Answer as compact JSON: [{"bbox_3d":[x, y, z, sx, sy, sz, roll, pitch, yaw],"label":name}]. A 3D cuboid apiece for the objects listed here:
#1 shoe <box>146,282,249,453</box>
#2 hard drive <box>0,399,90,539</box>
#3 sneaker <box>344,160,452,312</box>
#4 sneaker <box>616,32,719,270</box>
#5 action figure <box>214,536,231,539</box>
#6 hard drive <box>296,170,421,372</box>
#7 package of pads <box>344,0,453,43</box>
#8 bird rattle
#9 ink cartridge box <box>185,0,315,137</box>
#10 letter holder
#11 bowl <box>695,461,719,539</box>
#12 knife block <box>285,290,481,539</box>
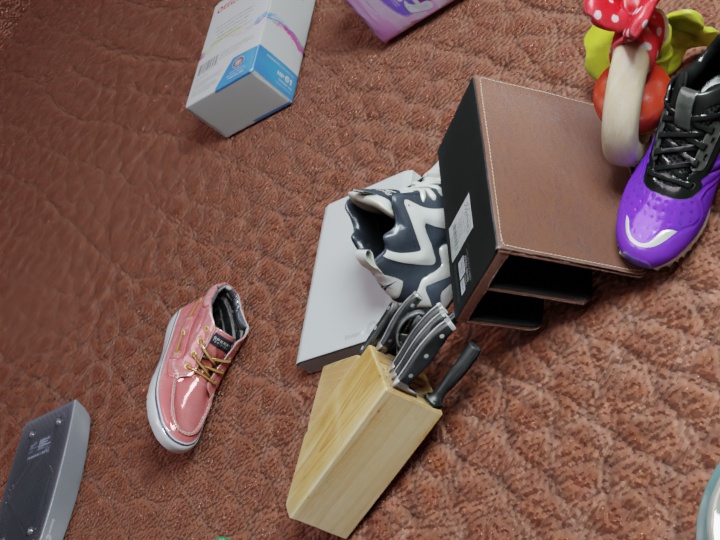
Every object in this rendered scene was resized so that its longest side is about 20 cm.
[{"bbox_3d":[-0.182,0.105,1.168,0.091,0.071,0.200,-38,34,33],"label":"shoe"},{"bbox_3d":[-0.410,0.276,1.326,0.135,0.042,0.200,-26,45,36],"label":"hard drive"},{"bbox_3d":[0.052,-0.070,0.982,0.079,0.130,0.199,8,69,51],"label":"sneaker"},{"bbox_3d":[0.249,-0.101,0.786,0.070,0.100,0.200,27,83,30],"label":"sneaker"},{"bbox_3d":[-0.141,0.337,0.953,0.118,0.055,0.200,-31,35,33],"label":"action figure"},{"bbox_3d":[0.000,0.000,1.078,0.132,0.026,0.200,-21,48,39],"label":"hard drive"},{"bbox_3d":[0.065,-0.362,1.206,0.200,0.120,0.076,-23,41,38],"label":"package of pads"},{"bbox_3d":[0.229,-0.164,0.823,0.113,0.200,0.163,8,96,13],"label":"bird rattle"},{"bbox_3d":[-0.153,-0.309,1.451,0.144,0.085,0.200,-19,50,40],"label":"ink cartridge box"},{"bbox_3d":[0.155,-0.055,0.892,0.101,0.142,0.200,114,160,-49],"label":"letter holder"},{"bbox_3d":[0.269,0.155,0.571,0.201,0.105,0.201,-30,44,33],"label":"bowl"},{"bbox_3d":[0.025,0.123,0.889,0.176,0.064,0.200,-24,45,55],"label":"knife block"}]
